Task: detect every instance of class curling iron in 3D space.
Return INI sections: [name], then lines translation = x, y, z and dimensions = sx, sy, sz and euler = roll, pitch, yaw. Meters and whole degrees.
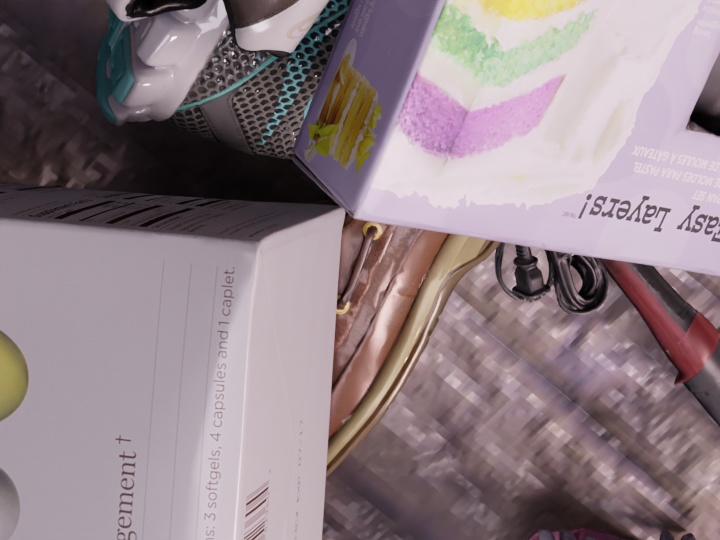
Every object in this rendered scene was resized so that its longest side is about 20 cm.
[curling iron]
translation = 0.120, 0.038, 0.827
dimensions = 0.200, 0.026, 0.050
euler = 44, 77, -24

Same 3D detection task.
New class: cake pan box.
[cake pan box]
translation = 0.096, -0.093, 0.700
dimensions = 0.199, 0.052, 0.185
euler = 9, 115, -37

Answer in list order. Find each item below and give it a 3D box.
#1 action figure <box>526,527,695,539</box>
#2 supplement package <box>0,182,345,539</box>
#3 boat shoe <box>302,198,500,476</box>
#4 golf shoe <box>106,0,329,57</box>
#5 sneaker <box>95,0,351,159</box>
[action figure]
translation = 0.086, 0.202, 0.854
dimensions = 0.133, 0.149, 0.201
euler = 18, 102, -12
[supplement package]
translation = -0.120, 0.069, 0.716
dimensions = 0.199, 0.147, 0.193
euler = 5, 95, 10
[boat shoe]
translation = 0.000, 0.000, 0.799
dimensions = 0.067, 0.072, 0.201
euler = 31, 108, -6
[golf shoe]
translation = -0.083, -0.132, 0.686
dimensions = 0.199, 0.078, 0.095
euler = 28, 106, 33
[sneaker]
translation = -0.008, -0.120, 0.747
dimensions = 0.091, 0.078, 0.200
euler = 25, 120, -26
